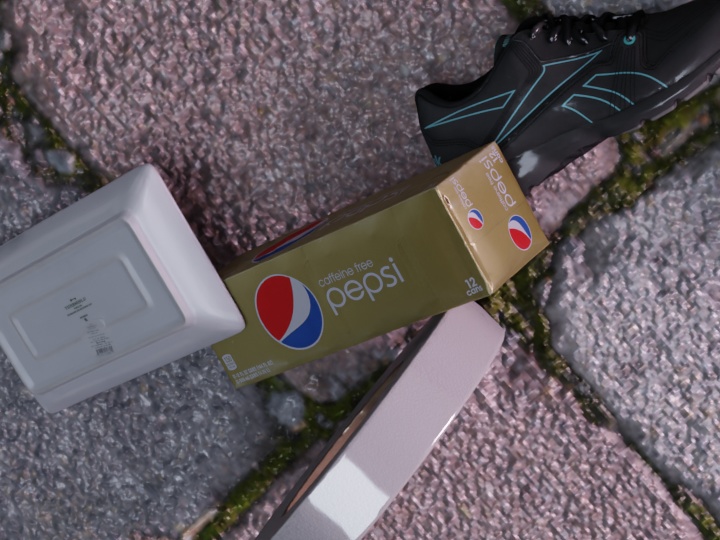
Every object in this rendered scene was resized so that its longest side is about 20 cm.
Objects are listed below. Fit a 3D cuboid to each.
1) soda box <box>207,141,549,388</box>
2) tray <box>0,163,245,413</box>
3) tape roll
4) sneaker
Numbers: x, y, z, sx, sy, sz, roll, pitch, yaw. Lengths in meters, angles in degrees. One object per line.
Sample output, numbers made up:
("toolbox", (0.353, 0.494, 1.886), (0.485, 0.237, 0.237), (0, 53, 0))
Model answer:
("soda box", (0.000, 0.000, 0.981), (0.199, 0.068, 0.064), (-23, 100, 41))
("tray", (-0.159, 0.019, 1.048), (0.199, 0.022, 0.108), (-24, 100, 43))
("tape roll", (0.004, 0.100, 0.976), (0.037, 0.203, 0.203), (39, 112, 1))
("sneaker", (0.117, -0.103, 0.949), (0.199, 0.075, 0.080), (-30, 96, 21))
